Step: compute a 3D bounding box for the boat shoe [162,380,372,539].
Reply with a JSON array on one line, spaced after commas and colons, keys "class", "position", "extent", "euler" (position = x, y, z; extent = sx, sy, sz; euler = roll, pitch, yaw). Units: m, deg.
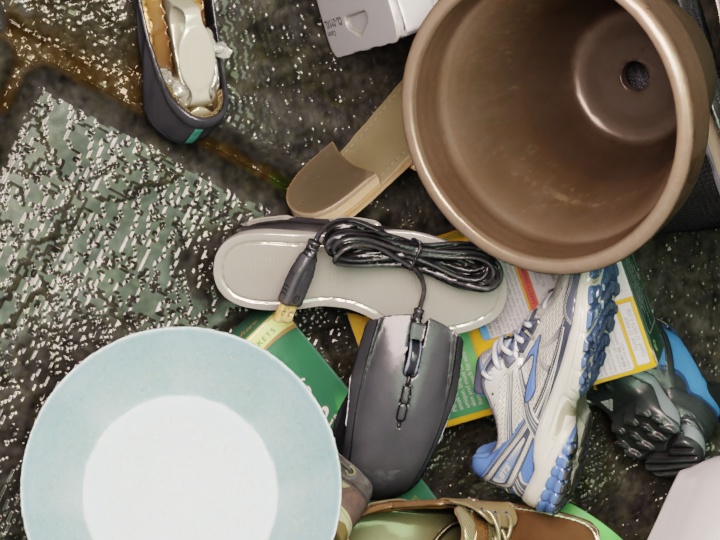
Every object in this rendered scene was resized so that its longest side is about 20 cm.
[{"class": "boat shoe", "position": [-0.080, 0.108, 1.431], "extent": [0.200, 0.072, 0.066], "euler": [37, 48, 8]}]

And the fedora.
[{"class": "fedora", "position": [0.225, -0.097, 1.561], "extent": [0.091, 0.201, 0.202], "euler": [-17, 99, 11]}]

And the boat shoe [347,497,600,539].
[{"class": "boat shoe", "position": [0.069, 0.190, 1.472], "extent": [0.198, 0.074, 0.076], "euler": [1, 74, -14]}]

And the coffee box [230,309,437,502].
[{"class": "coffee box", "position": [-0.044, 0.136, 1.507], "extent": [0.123, 0.044, 0.200], "euler": [-41, 104, -14]}]

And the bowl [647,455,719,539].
[{"class": "bowl", "position": [0.233, 0.224, 1.549], "extent": [0.074, 0.200, 0.201], "euler": [24, 79, 11]}]

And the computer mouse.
[{"class": "computer mouse", "position": [0.004, 0.064, 1.440], "extent": [0.139, 0.046, 0.201], "euler": [16, 111, -11]}]

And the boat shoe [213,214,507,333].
[{"class": "boat shoe", "position": [0.000, 0.000, 1.475], "extent": [0.198, 0.060, 0.074], "euler": [2, 108, 1]}]

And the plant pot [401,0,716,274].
[{"class": "plant pot", "position": [0.153, -0.114, 1.410], "extent": [0.174, 0.199, 0.202], "euler": [-25, 103, -57]}]

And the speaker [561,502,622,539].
[{"class": "speaker", "position": [0.112, 0.266, 1.548], "extent": [0.088, 0.088, 0.200], "euler": [41, 78, -17]}]

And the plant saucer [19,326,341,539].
[{"class": "plant saucer", "position": [-0.112, 0.137, 1.356], "extent": [0.199, 0.039, 0.203], "euler": [2, 75, -7]}]

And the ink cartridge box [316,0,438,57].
[{"class": "ink cartridge box", "position": [0.078, -0.221, 1.489], "extent": [0.199, 0.146, 0.083], "euler": [-21, 97, -19]}]

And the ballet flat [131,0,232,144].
[{"class": "ballet flat", "position": [-0.123, -0.186, 1.456], "extent": [0.073, 0.073, 0.202], "euler": [-9, 94, -20]}]

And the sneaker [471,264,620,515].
[{"class": "sneaker", "position": [0.117, 0.063, 1.458], "extent": [0.085, 0.077, 0.202], "euler": [16, 105, 16]}]

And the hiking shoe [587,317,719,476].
[{"class": "hiking shoe", "position": [0.186, 0.058, 1.590], "extent": [0.200, 0.074, 0.087], "euler": [50, 46, -8]}]

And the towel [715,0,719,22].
[{"class": "towel", "position": [0.326, -0.187, 1.628], "extent": [0.152, 0.023, 0.202], "euler": [-13, 90, -34]}]

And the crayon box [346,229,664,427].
[{"class": "crayon box", "position": [0.098, 0.030, 1.519], "extent": [0.199, 0.052, 0.127], "euler": [-17, 99, 16]}]

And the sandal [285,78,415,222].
[{"class": "sandal", "position": [0.045, -0.085, 1.536], "extent": [0.211, 0.078, 0.070], "euler": [-37, 135, -9]}]
